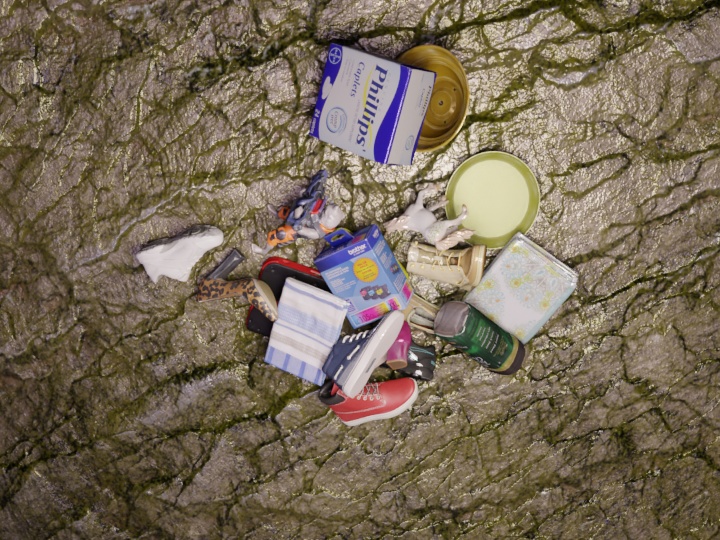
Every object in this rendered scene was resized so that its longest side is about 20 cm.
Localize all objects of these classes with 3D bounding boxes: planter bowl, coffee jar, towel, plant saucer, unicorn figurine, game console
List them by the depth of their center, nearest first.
[{"bbox_3d":[0.142,-0.332,1.586,0.197,0.083,0.205,3,95,33],"label":"planter bowl"},{"bbox_3d":[0.131,-0.103,1.626,0.137,0.200,0.074,-40,126,-9],"label":"unicorn figurine"},{"bbox_3d":[-0.114,0.127,1.665,0.145,0.024,0.203,22,109,11],"label":"towel"},{"bbox_3d":[0.272,-0.147,1.673,0.195,0.031,0.204,0,105,2],"label":"plant saucer"},{"bbox_3d":[0.250,0.144,1.680,0.199,0.104,0.087,33,74,-30],"label":"coffee jar"},{"bbox_3d":[0.337,0.039,1.696,0.170,0.048,0.201,35,114,-5],"label":"towel"},{"bbox_3d":[-0.136,0.077,1.750,0.196,0.031,0.180,18,110,-2],"label":"game console"}]

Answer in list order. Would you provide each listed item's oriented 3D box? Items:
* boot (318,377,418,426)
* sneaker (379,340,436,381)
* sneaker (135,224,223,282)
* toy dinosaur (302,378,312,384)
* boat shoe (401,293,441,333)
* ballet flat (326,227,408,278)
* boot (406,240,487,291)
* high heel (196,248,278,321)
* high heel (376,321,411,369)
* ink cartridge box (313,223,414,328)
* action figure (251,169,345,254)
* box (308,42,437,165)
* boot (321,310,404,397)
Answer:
[{"bbox_3d":[0.015,0.259,1.723,0.197,0.073,0.145,-22,137,17],"label":"boot"},{"bbox_3d":[0.071,0.177,1.754,0.196,0.076,0.081,17,76,4],"label":"sneaker"},{"bbox_3d":[-0.371,-0.030,1.713,0.196,0.078,0.101,-16,110,15],"label":"sneaker"},{"bbox_3d":[-0.117,0.137,1.727,0.100,0.077,0.204,8,106,-11],"label":"toy dinosaur"},{"bbox_3d":[0.101,0.083,1.714,0.196,0.076,0.073,18,106,-2],"label":"boat shoe"},{"bbox_3d":[0.020,-0.029,1.687,0.198,0.067,0.067,30,146,-3],"label":"ballet flat"},{"bbox_3d":[0.171,-0.020,1.633,0.152,0.200,0.074,16,78,1],"label":"boot"},{"bbox_3d":[-0.259,0.069,1.695,0.143,0.071,0.201,-44,61,8],"label":"high heel"},{"bbox_3d":[0.014,0.163,1.695,0.197,0.097,0.067,-14,141,29],"label":"high heel"},{"bbox_3d":[0.000,0.000,1.636,0.135,0.077,0.202,-23,107,27],"label":"ink cartridge box"},{"bbox_3d":[-0.112,-0.110,1.646,0.190,0.201,0.106,-8,126,33],"label":"action figure"},{"bbox_3d":[0.021,-0.320,1.557,0.198,0.104,0.187,25,107,30],"label":"box"},{"bbox_3d":[0.001,0.147,1.620,0.090,0.073,0.202,36,95,27],"label":"boot"}]
